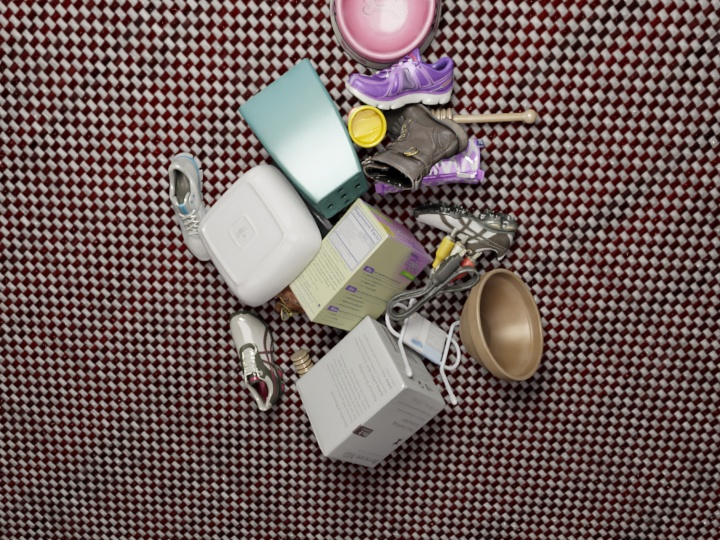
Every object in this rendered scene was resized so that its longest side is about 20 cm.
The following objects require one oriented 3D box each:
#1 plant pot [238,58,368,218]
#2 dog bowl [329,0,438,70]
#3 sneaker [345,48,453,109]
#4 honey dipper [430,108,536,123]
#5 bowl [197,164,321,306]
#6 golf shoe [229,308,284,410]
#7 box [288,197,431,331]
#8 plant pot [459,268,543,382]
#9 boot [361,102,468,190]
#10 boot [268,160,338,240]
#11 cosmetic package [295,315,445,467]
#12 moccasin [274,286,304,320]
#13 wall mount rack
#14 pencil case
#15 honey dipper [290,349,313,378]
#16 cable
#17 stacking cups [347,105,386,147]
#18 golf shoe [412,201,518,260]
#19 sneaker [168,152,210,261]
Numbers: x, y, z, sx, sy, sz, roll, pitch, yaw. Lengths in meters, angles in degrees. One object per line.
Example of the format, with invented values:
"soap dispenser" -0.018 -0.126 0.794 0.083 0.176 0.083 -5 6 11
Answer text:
"plant pot" -0.078 -0.201 1.024 0.139 0.141 0.203 -33 75 1
"dog bowl" 0.042 -0.442 1.033 0.193 0.074 0.207 1 107 2
"sneaker" 0.066 -0.324 1.028 0.194 0.081 0.085 -12 132 -21
"honey dipper" 0.211 -0.266 1.087 0.193 0.038 0.039 0 107 4
"bowl" -0.184 -0.063 1.062 0.199 0.074 0.202 -40 75 13
"golf shoe" -0.205 0.176 1.220 0.075 0.088 0.205 -19 104 10
"box" 0.000 0.000 1.104 0.200 0.175 0.097 -47 59 15
"plant pot" 0.248 0.107 1.154 0.092 0.201 0.204 -19 110 46
"boot" 0.064 -0.205 1.013 0.173 0.197 0.071 -35 134 -31
"boot" -0.144 -0.078 1.132 0.200 0.076 0.169 45 103 10
"cosmetic package" 0.018 0.231 1.155 0.200 0.167 0.164 -43 140 14
"moccasin" -0.146 0.051 1.179 0.197 0.074 0.079 27 84 -6
"wall mount rack" 0.131 0.144 1.147 0.198 0.178 0.074 33 149 -25
"pencil case" 0.123 -0.181 1.100 0.193 0.088 0.085 -6 144 7
"honey dipper" -0.087 0.257 1.268 0.037 0.038 0.204 -19 109 8
"cable" 0.135 0.024 1.114 0.097 0.051 0.200 42 103 -15
"stacking cups" 0.004 -0.241 1.027 0.058 0.200 0.063 -1 104 -4
"golf shoe" 0.187 -0.069 1.136 0.194 0.078 0.097 11 107 0
"sneaker" -0.317 -0.109 1.142 0.073 0.087 0.206 -13 107 5
